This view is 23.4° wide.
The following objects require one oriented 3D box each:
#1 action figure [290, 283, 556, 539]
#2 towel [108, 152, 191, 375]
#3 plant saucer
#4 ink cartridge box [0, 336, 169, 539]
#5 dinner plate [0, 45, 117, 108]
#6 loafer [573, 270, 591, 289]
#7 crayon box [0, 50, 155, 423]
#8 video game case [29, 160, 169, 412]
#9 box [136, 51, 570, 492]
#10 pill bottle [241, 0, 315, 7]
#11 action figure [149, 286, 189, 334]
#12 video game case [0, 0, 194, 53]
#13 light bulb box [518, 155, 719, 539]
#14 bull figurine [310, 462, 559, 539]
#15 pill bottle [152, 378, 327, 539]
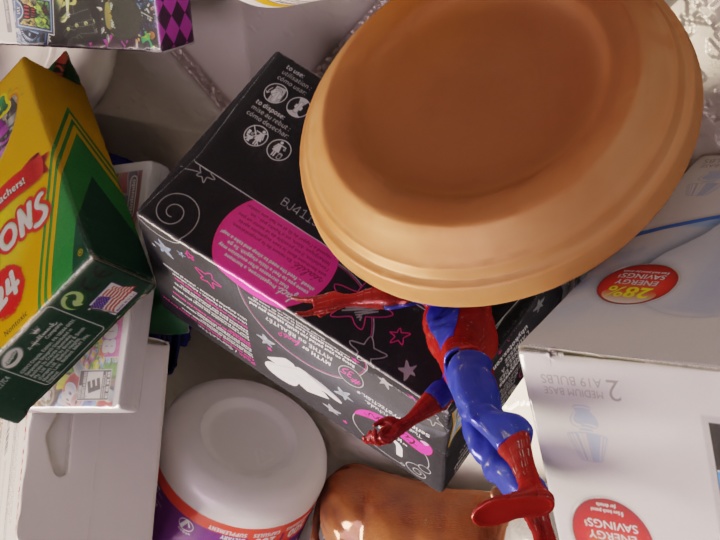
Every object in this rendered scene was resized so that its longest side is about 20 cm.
[{"bbox_3d":[0.027,0.062,0.791,0.099,0.200,0.065,-14,125,3],"label":"action figure"},{"bbox_3d":[-0.196,-0.028,1.152,0.199,0.050,0.148,21,125,23],"label":"towel"},{"bbox_3d":[0.060,-0.077,0.825,0.200,0.201,0.037,13,155,31],"label":"plant saucer"},{"bbox_3d":[-0.186,0.132,1.122,0.083,0.147,0.200,9,161,-15],"label":"ink cartridge box"},{"bbox_3d":[-0.237,-0.178,1.102,0.200,0.024,0.201,19,126,28],"label":"dinner plate"},{"bbox_3d":[0.143,0.016,0.917,0.063,0.072,0.201,11,133,8],"label":"loafer"},{"bbox_3d":[-0.200,-0.030,0.999,0.127,0.051,0.200,-44,48,20],"label":"crayon box"},{"bbox_3d":[-0.198,0.013,1.037,0.199,0.018,0.144,-4,75,39],"label":"video game case"},{"bbox_3d":[0.000,0.000,0.943,0.200,0.132,0.115,32,157,16],"label":"box"},{"bbox_3d":[-0.020,-0.192,0.865,0.199,0.113,0.113,-4,114,38],"label":"pill bottle"},{"bbox_3d":[-0.211,0.005,1.116,0.200,0.055,0.118,-8,113,41],"label":"action figure"},{"bbox_3d":[-0.181,-0.228,0.994,0.181,0.036,0.201,7,109,34],"label":"video game case"},{"bbox_3d":[0.208,0.045,0.782,0.198,0.200,0.125,3,119,35],"label":"light bulb box"},{"bbox_3d":[0.047,0.178,1.065,0.200,0.122,0.065,8,164,43],"label":"bull figurine"},{"bbox_3d":[-0.099,0.173,1.157,0.112,0.112,0.200,35,133,14],"label":"pill bottle"}]
